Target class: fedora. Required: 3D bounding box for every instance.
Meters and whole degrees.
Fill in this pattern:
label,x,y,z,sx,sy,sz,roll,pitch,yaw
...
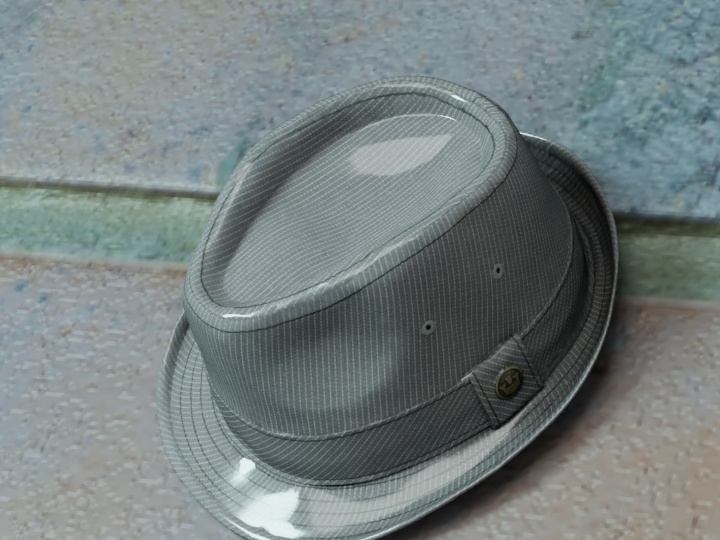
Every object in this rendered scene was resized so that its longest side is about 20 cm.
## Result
label,x,y,z,sx,sy,sz,roll,pitch,yaw
fedora,0.000,0.000,0.969,0.199,0.091,0.177,-33,47,-6
